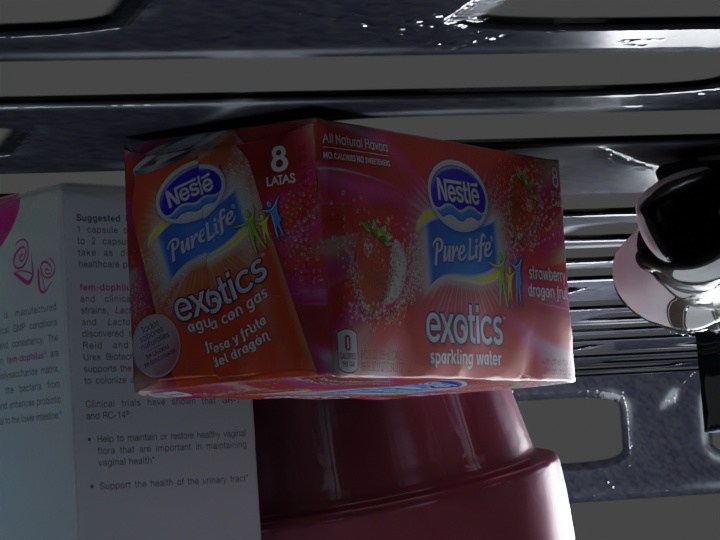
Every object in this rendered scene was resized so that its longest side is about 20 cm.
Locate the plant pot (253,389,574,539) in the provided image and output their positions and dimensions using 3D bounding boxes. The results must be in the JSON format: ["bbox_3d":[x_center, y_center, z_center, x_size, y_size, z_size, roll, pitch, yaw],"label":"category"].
[{"bbox_3d":[-0.009,0.067,1.231,0.200,0.179,0.200,-10,-179,0],"label":"plant pot"}]

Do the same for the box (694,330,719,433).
[{"bbox_3d":[0.364,0.061,1.903,0.182,0.104,0.200,-4,175,-9],"label":"box"}]

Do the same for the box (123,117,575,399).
[{"bbox_3d":[0.000,0.000,1.038,0.095,0.100,0.200,-7,173,31],"label":"box"}]

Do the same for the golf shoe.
[{"bbox_3d":[0.154,-0.021,1.161,0.094,0.078,0.200,17,165,-22],"label":"golf shoe"}]

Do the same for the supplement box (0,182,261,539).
[{"bbox_3d":[-0.115,0.066,1.135,0.103,0.200,0.101,-1,175,-40],"label":"supplement box"}]
